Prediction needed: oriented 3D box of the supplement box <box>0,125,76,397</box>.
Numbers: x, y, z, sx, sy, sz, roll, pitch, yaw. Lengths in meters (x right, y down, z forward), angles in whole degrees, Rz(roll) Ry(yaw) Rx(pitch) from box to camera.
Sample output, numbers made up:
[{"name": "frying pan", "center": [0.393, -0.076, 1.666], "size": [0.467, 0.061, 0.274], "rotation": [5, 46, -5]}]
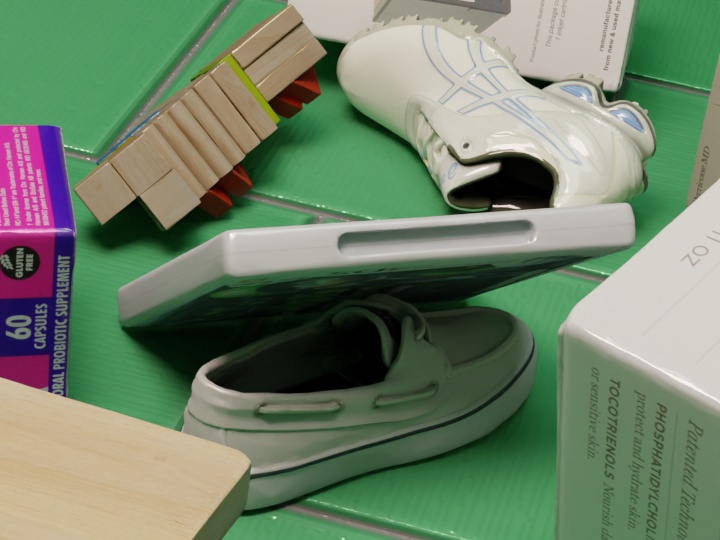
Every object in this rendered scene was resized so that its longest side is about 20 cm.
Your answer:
[{"name": "supplement box", "center": [-0.230, 0.001, 0.959], "size": [0.200, 0.101, 0.103], "rotation": [-1, 32, -12]}]

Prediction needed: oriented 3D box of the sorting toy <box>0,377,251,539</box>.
[{"name": "sorting toy", "center": [-0.165, 0.110, 0.684], "size": [0.200, 0.070, 0.199], "rotation": [15, 32, 16]}]

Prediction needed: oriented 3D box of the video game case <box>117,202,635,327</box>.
[{"name": "video game case", "center": [0.000, 0.000, 0.978], "size": [0.182, 0.023, 0.200], "rotation": [-4, -5, -19]}]

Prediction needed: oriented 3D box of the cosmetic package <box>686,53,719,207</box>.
[{"name": "cosmetic package", "center": [0.265, -0.033, 1.127], "size": [0.073, 0.104, 0.200], "rotation": [-13, 36, -30]}]

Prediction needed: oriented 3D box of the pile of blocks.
[{"name": "pile of blocks", "center": [-0.083, -0.066, 1.160], "size": [0.062, 0.082, 0.200], "rotation": [52, 46, -10]}]

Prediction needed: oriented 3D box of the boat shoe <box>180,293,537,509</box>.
[{"name": "boat shoe", "center": [0.004, 0.043, 0.976], "size": [0.200, 0.066, 0.072], "rotation": [-15, 38, -33]}]

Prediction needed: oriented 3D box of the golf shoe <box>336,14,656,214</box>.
[{"name": "golf shoe", "center": [0.058, -0.077, 1.185], "size": [0.200, 0.078, 0.097], "rotation": [20, 45, 29]}]

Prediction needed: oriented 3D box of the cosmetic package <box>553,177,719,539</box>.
[{"name": "cosmetic package", "center": [0.203, 0.075, 0.844], "size": [0.200, 0.166, 0.167], "rotation": [28, 50, 30]}]

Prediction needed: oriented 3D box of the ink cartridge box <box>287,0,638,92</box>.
[{"name": "ink cartridge box", "center": [0.067, -0.173, 1.297], "size": [0.200, 0.084, 0.146], "rotation": [11, 14, 7]}]
